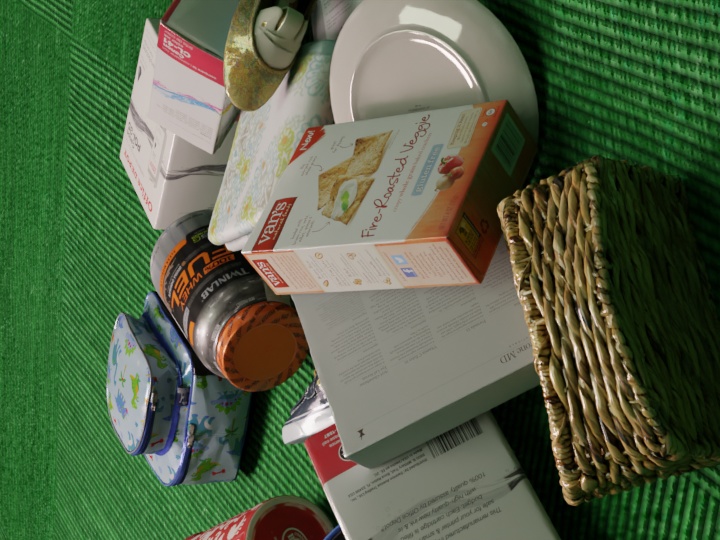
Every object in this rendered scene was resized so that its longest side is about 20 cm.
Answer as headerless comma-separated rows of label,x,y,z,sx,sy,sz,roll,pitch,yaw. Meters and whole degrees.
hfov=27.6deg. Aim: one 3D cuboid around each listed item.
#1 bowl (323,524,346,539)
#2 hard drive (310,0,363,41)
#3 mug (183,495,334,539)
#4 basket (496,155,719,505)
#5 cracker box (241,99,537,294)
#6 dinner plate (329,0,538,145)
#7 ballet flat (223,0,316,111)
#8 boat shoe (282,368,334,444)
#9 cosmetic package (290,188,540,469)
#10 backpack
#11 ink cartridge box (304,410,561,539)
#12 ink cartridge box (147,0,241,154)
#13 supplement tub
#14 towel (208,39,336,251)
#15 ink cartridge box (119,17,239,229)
bowl,0.038,0.274,1.163,0.201,0.200,0.039,64,-178,35
hard drive,-0.004,-0.253,1.329,0.140,0.038,0.202,-24,72,61
mug,-0.094,0.323,1.530,0.200,0.177,0.134,-41,22,52
basket,0.138,0.045,0.943,0.148,0.142,0.201,-22,73,38
cracker box,0.020,-0.053,1.105,0.199,0.058,0.134,-5,48,39
dinner plate,0.050,-0.128,1.159,0.199,0.024,0.202,18,121,32
ballet flat,-0.066,-0.236,1.286,0.071,0.070,0.201,-12,56,62
boat shoe,-0.010,0.086,1.261,0.200,0.070,0.092,-33,66,50
cosmetic package,0.058,0.039,1.112,0.199,0.052,0.152,-28,59,15
backpack,-0.207,0.140,1.659,0.183,0.146,0.201,-133,43,-53
ink cartridge box,0.064,0.192,1.128,0.201,0.144,0.084,63,-179,37
ink cartridge box,-0.133,-0.225,1.416,0.148,0.085,0.200,-62,2,-24
supplement tub,-0.135,0.032,1.529,0.200,0.122,0.123,48,135,49
towel,-0.075,-0.109,1.343,0.200,0.048,0.172,-16,59,66
ink cartridge box,-0.205,-0.166,1.677,0.147,0.082,0.201,58,142,41
